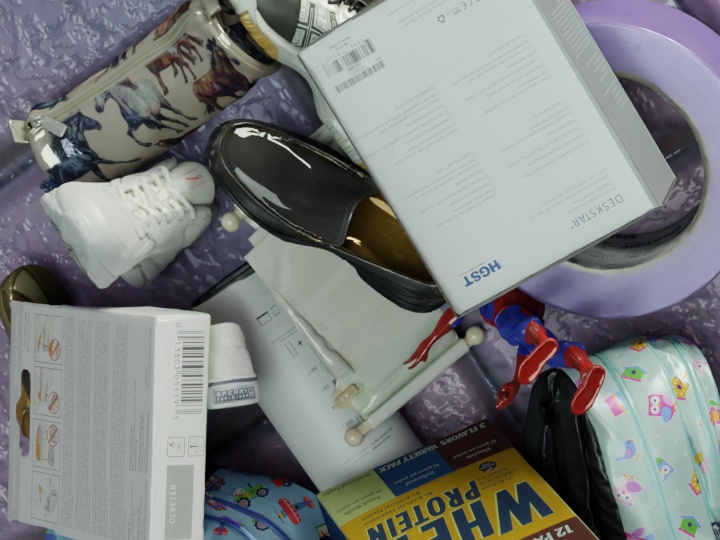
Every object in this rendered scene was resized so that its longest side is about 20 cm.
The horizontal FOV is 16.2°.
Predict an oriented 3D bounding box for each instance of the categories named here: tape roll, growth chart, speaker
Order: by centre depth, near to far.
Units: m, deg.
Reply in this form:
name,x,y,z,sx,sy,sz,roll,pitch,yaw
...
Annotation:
name,x,y,z,sx,sy,sz,roll,pitch,yaw
tape roll,0.168,-0.075,1.676,0.199,0.085,0.201,4,108,13
growth chart,0.000,0.000,1.745,0.145,0.018,0.200,-33,96,-15
speaker,-0.031,0.084,1.782,0.081,0.081,0.200,-33,96,22

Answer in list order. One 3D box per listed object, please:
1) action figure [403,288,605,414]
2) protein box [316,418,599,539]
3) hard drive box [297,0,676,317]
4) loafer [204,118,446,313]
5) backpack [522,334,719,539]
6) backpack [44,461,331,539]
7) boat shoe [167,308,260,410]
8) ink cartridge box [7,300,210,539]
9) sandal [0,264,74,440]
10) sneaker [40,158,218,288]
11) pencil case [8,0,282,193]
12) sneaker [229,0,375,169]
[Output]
name,x,y,z,sx,sy,sz,roll,pitch,yaw
action figure,0.092,0.060,1.675,0.065,0.200,0.099,32,101,-17
protein box,0.087,0.244,1.693,0.135,0.200,0.199,-23,117,-11
hard drive box,0.081,-0.097,1.605,0.156,0.077,0.200,-28,97,20
loafer,-0.011,-0.043,1.699,0.200,0.072,0.073,29,78,-11
backpack,0.190,0.144,1.707,0.126,0.167,0.201,-18,102,-15
backpack,-0.107,0.231,1.799,0.200,0.134,0.183,10,109,29
boat shoe,-0.129,0.061,1.763,0.071,0.200,0.070,-7,90,-24
ink cartridge box,-0.174,0.104,1.729,0.200,0.050,0.161,5,93,55
sandal,-0.225,0.093,1.845,0.054,0.080,0.201,-12,102,35
sneaker,-0.150,-0.044,1.721,0.099,0.200,0.078,-35,86,8
pencil case,-0.144,-0.123,1.732,0.200,0.089,0.078,-33,65,30
sneaker,-0.017,-0.165,1.689,0.088,0.076,0.200,-35,112,17
